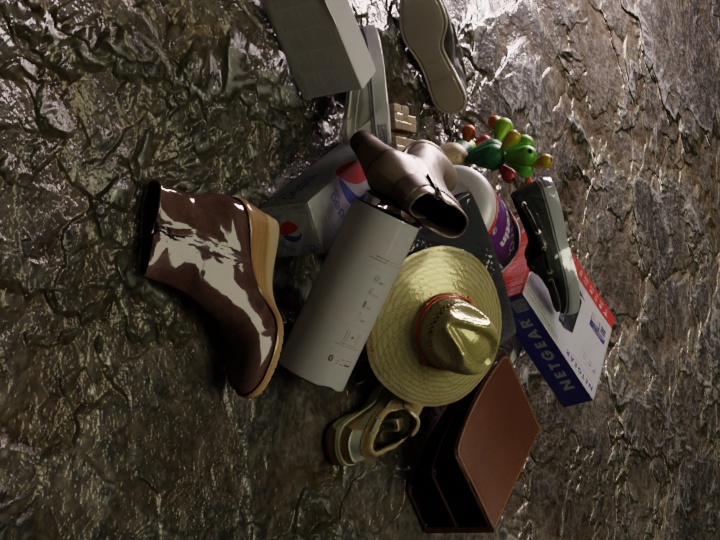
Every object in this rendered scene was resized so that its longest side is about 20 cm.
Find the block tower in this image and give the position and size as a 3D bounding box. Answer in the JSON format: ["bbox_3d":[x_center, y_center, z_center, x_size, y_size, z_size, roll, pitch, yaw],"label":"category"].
[{"bbox_3d":[0.038,-0.100,1.687,0.054,0.058,0.201,3,84,-58],"label":"block tower"}]

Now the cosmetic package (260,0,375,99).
[{"bbox_3d":[-0.059,-0.293,1.530,0.201,0.082,0.051,66,33,-29],"label":"cosmetic package"}]

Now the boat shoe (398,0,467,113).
[{"bbox_3d":[0.096,-0.302,1.814,0.057,0.067,0.201,-80,154,-53],"label":"boat shoe"}]

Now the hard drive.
[{"bbox_3d":[0.109,0.019,1.641,0.135,0.042,0.201,-36,118,-30],"label":"hard drive"}]

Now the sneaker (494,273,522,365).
[{"bbox_3d":[0.214,0.062,1.933,0.079,0.078,0.201,36,53,-44],"label":"sneaker"}]

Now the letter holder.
[{"bbox_3d":[0.136,0.216,1.762,0.200,0.100,0.143,-56,129,-47],"label":"letter holder"}]

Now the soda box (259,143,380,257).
[{"bbox_3d":[-0.031,-0.086,1.556,0.200,0.068,0.064,-44,122,-52],"label":"soda box"}]

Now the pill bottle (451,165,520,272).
[{"bbox_3d":[0.142,-0.054,1.779,0.200,0.112,0.113,38,53,-65],"label":"pill bottle"}]

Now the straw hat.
[{"bbox_3d":[0.111,0.075,1.572,0.200,0.085,0.202,-9,107,-29],"label":"straw hat"}]

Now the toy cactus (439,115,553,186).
[{"bbox_3d":[0.153,-0.146,1.823,0.164,0.200,0.103,-12,113,-19],"label":"toy cactus"}]

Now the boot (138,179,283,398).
[{"bbox_3d":[-0.155,0.020,1.358,0.166,0.072,0.201,13,75,-45],"label":"boot"}]

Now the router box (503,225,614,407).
[{"bbox_3d":[0.272,0.057,1.906,0.200,0.049,0.180,54,37,-23],"label":"router box"}]

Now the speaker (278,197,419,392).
[{"bbox_3d":[-0.012,0.025,1.477,0.081,0.081,0.201,17,100,-57],"label":"speaker"}]

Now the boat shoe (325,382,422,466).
[{"bbox_3d":[0.038,0.181,1.623,0.200,0.076,0.072,-35,115,-56],"label":"boat shoe"}]

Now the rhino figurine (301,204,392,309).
[{"bbox_3d":[0.000,0.000,1.597,0.088,0.060,0.201,57,44,-41],"label":"rhino figurine"}]

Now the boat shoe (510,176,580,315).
[{"bbox_3d":[0.241,-0.027,1.803,0.069,0.056,0.201,-121,-166,-65],"label":"boat shoe"}]

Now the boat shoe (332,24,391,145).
[{"bbox_3d":[-0.002,-0.218,1.625,0.072,0.065,0.201,82,2,-50],"label":"boat shoe"}]

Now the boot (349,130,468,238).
[{"bbox_3d":[0.074,-0.087,1.527,0.199,0.146,0.070,16,115,-45],"label":"boot"}]
